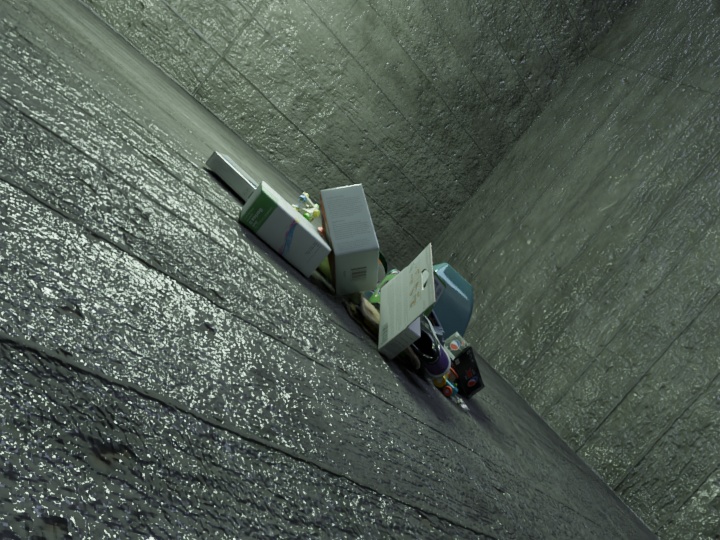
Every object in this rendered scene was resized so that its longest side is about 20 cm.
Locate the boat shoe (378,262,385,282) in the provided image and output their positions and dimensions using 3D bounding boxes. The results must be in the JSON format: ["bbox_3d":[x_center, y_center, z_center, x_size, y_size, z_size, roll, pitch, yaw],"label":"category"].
[{"bbox_3d":[0.000,0.000,1.568,0.199,0.061,0.075,20,62,-61],"label":"boat shoe"}]

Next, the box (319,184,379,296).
[{"bbox_3d":[-0.028,-0.072,1.408,0.154,0.103,0.204,91,-12,-52],"label":"box"}]

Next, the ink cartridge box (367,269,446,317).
[{"bbox_3d":[0.111,0.061,1.475,0.059,0.105,0.198,47,-26,-21],"label":"ink cartridge box"}]

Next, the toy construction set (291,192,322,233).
[{"bbox_3d":[-0.105,-0.102,1.597,0.198,0.133,0.092,37,32,17],"label":"toy construction set"}]

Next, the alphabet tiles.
[{"bbox_3d":[0.037,0.144,1.402,0.199,0.006,0.167,41,6,-21],"label":"alphabet tiles"}]

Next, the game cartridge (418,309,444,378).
[{"bbox_3d":[0.156,0.164,1.447,0.040,0.137,0.201,8,22,-11],"label":"game cartridge"}]

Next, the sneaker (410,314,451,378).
[{"bbox_3d":[0.125,0.133,1.302,0.201,0.075,0.088,52,0,42],"label":"sneaker"}]

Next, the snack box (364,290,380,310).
[{"bbox_3d":[0.050,0.097,1.607,0.199,0.053,0.142,43,3,16],"label":"snack box"}]

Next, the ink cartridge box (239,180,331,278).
[{"bbox_3d":[-0.167,-0.092,1.331,0.199,0.088,0.146,39,6,-18],"label":"ink cartridge box"}]

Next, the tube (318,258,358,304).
[{"bbox_3d":[-0.068,0.000,1.525,0.200,0.052,0.058,44,7,9],"label":"tube"}]

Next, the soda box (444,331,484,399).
[{"bbox_3d":[0.275,0.258,1.617,0.071,0.063,0.202,47,-13,45],"label":"soda box"}]

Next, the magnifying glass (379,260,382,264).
[{"bbox_3d":[-0.001,-0.076,1.601,0.200,0.022,0.079,48,-7,-37],"label":"magnifying glass"}]

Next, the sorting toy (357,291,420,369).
[{"bbox_3d":[0.058,0.138,1.413,0.200,0.036,0.185,46,5,-9],"label":"sorting toy"}]

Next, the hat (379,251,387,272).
[{"bbox_3d":[-0.028,0.023,1.695,0.200,0.164,0.178,44,41,-23],"label":"hat"}]

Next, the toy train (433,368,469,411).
[{"bbox_3d":[0.216,0.262,1.515,0.149,0.056,0.200,39,6,-29],"label":"toy train"}]

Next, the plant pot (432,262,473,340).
[{"bbox_3d":[0.216,0.094,1.742,0.195,0.202,0.195,40,-18,-12],"label":"plant pot"}]

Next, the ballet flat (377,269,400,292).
[{"bbox_3d":[0.073,0.066,1.711,0.073,0.068,0.200,66,-29,14],"label":"ballet flat"}]

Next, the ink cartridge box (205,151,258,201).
[{"bbox_3d":[-0.292,-0.217,1.561,0.199,0.045,0.176,43,6,3],"label":"ink cartridge box"}]

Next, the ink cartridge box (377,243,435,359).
[{"bbox_3d":[0.109,0.064,1.282,0.044,0.176,0.202,34,32,-21],"label":"ink cartridge box"}]
